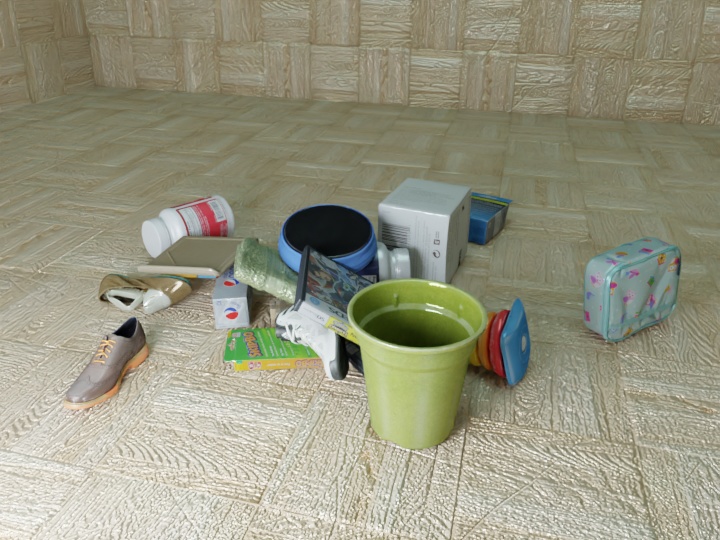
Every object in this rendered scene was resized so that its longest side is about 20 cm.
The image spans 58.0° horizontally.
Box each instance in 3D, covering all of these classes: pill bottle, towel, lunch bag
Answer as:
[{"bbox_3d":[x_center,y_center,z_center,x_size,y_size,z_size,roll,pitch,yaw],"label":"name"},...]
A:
[{"bbox_3d":[0.000,0.000,1.312,0.193,0.114,0.112,-2,25,-6],"label":"pill bottle"},{"bbox_3d":[-0.170,-0.004,1.229,0.145,0.037,0.201,23,16,-13],"label":"towel"},{"bbox_3d":[0.507,0.036,1.203,0.195,0.165,0.077,-16,24,-21],"label":"lunch bag"},{"bbox_3d":[-0.399,-0.099,1.508,0.111,0.116,0.197,22,33,39],"label":"pill bottle"}]

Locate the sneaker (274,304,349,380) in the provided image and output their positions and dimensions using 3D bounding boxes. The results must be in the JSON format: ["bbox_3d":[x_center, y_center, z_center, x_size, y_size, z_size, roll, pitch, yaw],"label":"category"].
[{"bbox_3d":[-0.084,0.120,1.082,0.112,0.077,0.202,-16,33,1],"label":"sneaker"}]

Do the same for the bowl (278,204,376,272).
[{"bbox_3d":[-0.064,-0.064,1.266,0.193,0.040,0.203,1,38,-1],"label":"bowl"}]

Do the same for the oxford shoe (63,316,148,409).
[{"bbox_3d":[-0.413,0.145,1.044,0.069,0.075,0.201,5,26,9],"label":"oxford shoe"}]

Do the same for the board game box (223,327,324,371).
[{"bbox_3d":[-0.137,0.134,1.129,0.193,0.031,0.096,1,28,-7],"label":"board game box"}]

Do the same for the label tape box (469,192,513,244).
[{"bbox_3d":[0.296,-0.141,1.675,0.140,0.068,0.199,16,27,28],"label":"label tape box"}]

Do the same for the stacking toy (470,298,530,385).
[{"bbox_3d":[0.185,0.118,1.108,0.194,0.112,0.117,1,36,30],"label":"stacking toy"}]

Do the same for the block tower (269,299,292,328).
[{"bbox_3d":[-0.068,0.086,1.202,0.193,0.060,0.054,-5,25,-7],"label":"block tower"}]

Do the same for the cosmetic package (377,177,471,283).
[{"bbox_3d":[0.143,-0.089,1.439,0.160,0.170,0.200,11,28,20],"label":"cosmetic package"}]

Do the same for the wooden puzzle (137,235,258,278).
[{"bbox_3d":[-0.323,-0.026,1.318,0.179,0.038,0.200,2,22,17],"label":"wooden puzzle"}]

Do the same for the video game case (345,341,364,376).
[{"bbox_3d":[0.074,0.111,1.100,0.197,0.019,0.142,-31,26,-16],"label":"video game case"}]

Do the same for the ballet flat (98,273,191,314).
[{"bbox_3d":[-0.428,0.049,1.270,0.193,0.069,0.074,6,45,11],"label":"ballet flat"}]

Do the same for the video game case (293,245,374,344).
[{"bbox_3d":[-0.025,0.049,1.101,0.177,0.026,0.202,29,23,-14],"label":"video game case"}]

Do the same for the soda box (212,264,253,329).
[{"bbox_3d":[-0.249,0.037,1.286,0.066,0.065,0.201,-4,26,-5],"label":"soda box"}]

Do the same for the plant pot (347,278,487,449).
[{"bbox_3d":[0.078,0.141,0.936,0.193,0.190,0.202,0,25,0],"label":"plant pot"}]
